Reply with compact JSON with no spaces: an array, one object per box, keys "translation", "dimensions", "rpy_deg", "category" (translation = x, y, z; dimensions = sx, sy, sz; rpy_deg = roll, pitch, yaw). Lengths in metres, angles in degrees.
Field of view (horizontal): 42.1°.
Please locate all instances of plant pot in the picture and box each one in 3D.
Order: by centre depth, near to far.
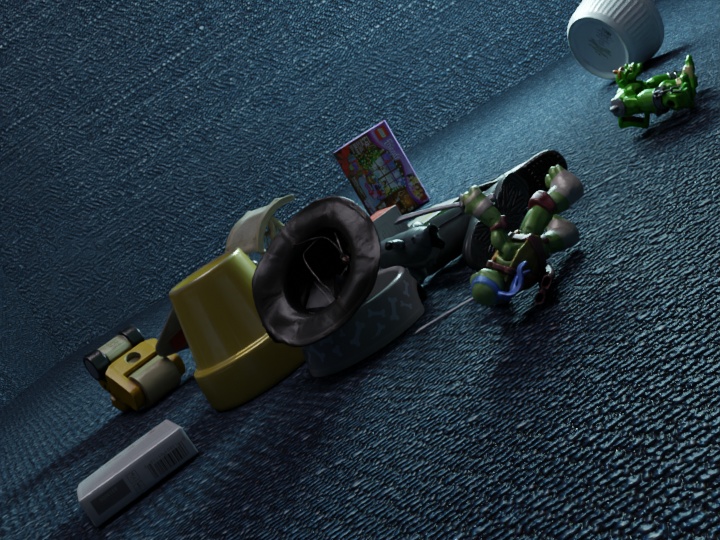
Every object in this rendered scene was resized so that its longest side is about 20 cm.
[{"translation":[-0.189,0.078,1.428],"dimensions":[0.199,0.190,0.201],"rpy_deg":[-30,10,6],"category":"plant pot"}]

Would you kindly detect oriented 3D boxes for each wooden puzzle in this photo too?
[{"translation":[-0.280,0.082,1.756],"dimensions":[0.184,0.046,0.201],"rpy_deg":[-20,-29,-39],"category":"wooden puzzle"}]

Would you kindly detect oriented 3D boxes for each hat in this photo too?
[{"translation":[-0.043,0.010,1.223],"dimensions":[0.199,0.203,0.081],"rpy_deg":[-29,-30,20],"category":"hat"}]

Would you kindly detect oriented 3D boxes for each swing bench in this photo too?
[{"translation":[-0.170,-0.025,1.844],"dimensions":[0.129,0.201,0.198],"rpy_deg":[-36,10,-24],"category":"swing bench"}]

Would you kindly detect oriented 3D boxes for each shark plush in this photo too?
[{"translation":[0.067,-0.024,1.291],"dimensions":[0.082,0.092,0.200],"rpy_deg":[2,2,-14],"category":"shark plush"}]

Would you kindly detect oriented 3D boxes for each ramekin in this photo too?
[{"translation":[0.540,-0.508,2.016],"dimensions":[0.105,0.201,0.200],"rpy_deg":[-44,13,-20],"category":"ramekin"}]

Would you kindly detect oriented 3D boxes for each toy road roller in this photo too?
[{"translation":[-0.438,0.216,1.842],"dimensions":[0.199,0.147,0.123],"rpy_deg":[26,48,33],"category":"toy road roller"}]

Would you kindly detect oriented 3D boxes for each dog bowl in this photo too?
[{"translation":[0.000,0.064,1.285],"dimensions":[0.199,0.059,0.200],"rpy_deg":[-32,10,6],"category":"dog bowl"}]

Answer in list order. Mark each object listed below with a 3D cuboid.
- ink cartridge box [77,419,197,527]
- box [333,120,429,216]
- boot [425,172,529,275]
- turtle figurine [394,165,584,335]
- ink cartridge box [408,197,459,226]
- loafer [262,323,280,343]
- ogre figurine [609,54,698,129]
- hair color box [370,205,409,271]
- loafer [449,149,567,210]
[{"translation":[-0.316,0.277,1.306],"dimensions":[0.159,0.048,0.200],"rpy_deg":[-36,5,-18],"category":"ink cartridge box"},{"translation":[0.047,-0.210,2.068],"dimensions":[0.136,0.201,0.039],"rpy_deg":[-31,8,8],"category":"box"},{"translation":[0.138,-0.038,1.314],"dimensions":[0.199,0.066,0.166],"rpy_deg":[-27,24,54],"category":"boot"},{"translation":[0.152,-0.037,1.053],"dimensions":[0.193,0.145,0.199],"rpy_deg":[-34,12,-32],"category":"turtle figurine"},{"translation":[0.126,-0.069,1.579],"dimensions":[0.145,0.048,0.200],"rpy_deg":[-36,8,-22],"category":"ink cartridge box"},{"translation":[-0.068,0.024,1.315],"dimensions":[0.068,0.071,0.200],"rpy_deg":[-21,15,46],"category":"loafer"},{"translation":[0.446,-0.268,1.422],"dimensions":[0.118,0.099,0.201],"rpy_deg":[-7,36,25],"category":"ogre figurine"},{"translation":[0.000,0.000,1.445],"dimensions":[0.199,0.112,0.064],"rpy_deg":[-37,10,-29],"category":"hair color box"},{"translation":[0.227,-0.112,1.434],"dimensions":[0.198,0.074,0.071],"rpy_deg":[-28,-2,10],"category":"loafer"}]
